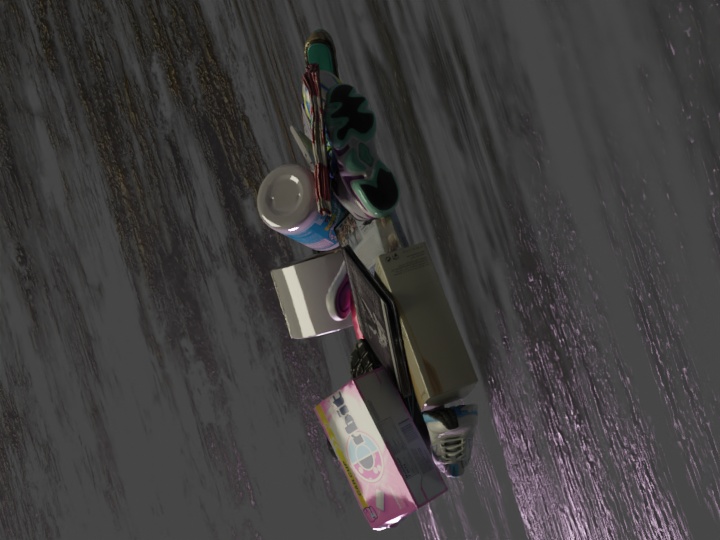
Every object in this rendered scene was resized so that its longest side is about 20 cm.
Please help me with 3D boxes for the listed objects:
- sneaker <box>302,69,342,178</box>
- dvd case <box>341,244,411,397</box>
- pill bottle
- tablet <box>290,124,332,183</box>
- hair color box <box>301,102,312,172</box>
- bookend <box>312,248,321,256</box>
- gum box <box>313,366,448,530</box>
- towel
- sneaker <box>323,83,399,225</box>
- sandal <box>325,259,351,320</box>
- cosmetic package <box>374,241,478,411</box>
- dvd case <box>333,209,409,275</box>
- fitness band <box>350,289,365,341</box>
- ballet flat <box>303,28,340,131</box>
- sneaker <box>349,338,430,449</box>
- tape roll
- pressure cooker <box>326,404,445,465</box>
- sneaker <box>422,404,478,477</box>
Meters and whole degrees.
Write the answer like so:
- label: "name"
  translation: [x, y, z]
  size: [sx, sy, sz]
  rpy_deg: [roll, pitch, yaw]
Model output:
- label: "sneaker"
  translation: [-0.034, -0.212, 1.249]
  size: [0.106, 0.075, 0.201]
  rpy_deg: [-102, -11, -47]
- label: "dvd case"
  translation: [0.021, 0.066, 1.127]
  size: [0.200, 0.016, 0.150]
  rpy_deg: [-127, 22, -60]
- label: "pill bottle"
  translation: [-0.080, -0.098, 1.332]
  size: [0.200, 0.110, 0.112]
  rpy_deg: [25, -138, -64]
- label: "tablet"
  translation: [-0.042, -0.157, 1.349]
  size: [0.200, 0.014, 0.131]
  rpy_deg: [37, -160, -49]
- label: "hair color box"
  translation: [-0.063, -0.226, 1.519]
  size: [0.200, 0.064, 0.110]
  rpy_deg: [86, 164, -67]
- label: "bookend"
  translation: [-0.065, -0.068, 1.781]
  size: [0.200, 0.091, 0.201]
  rpy_deg: [147, 107, -84]
- label: "gum box"
  translation: [0.027, 0.251, 1.108]
  size: [0.113, 0.066, 0.201]
  rpy_deg: [-41, 71, 45]
- label: "towel"
  translation: [-0.061, -0.192, 1.150]
  size: [0.144, 0.022, 0.202]
  rpy_deg: [-94, -1, -72]
- label: "sneaker"
  translation: [-0.019, -0.161, 1.173]
  size: [0.140, 0.077, 0.202]
  rpy_deg: [149, 105, -68]
- label: "sandal"
  translation: [0.003, 0.005, 1.352]
  size: [0.083, 0.049, 0.204]
  rpy_deg: [61, -139, -41]
- label: "cosmetic package"
  translation: [0.083, 0.077, 1.066]
  size: [0.105, 0.070, 0.202]
  rpy_deg: [94, 158, -69]
- label: "dvd case"
  translation: [0.027, -0.014, 1.220]
  size: [0.143, 0.017, 0.202]
  rpy_deg: [-42, 61, 48]
- label: "fitness band"
  translation: [0.045, 0.082, 1.253]
  size: [0.143, 0.037, 0.202]
  rpy_deg: [-35, 68, 50]
- label: "ballet flat"
  translation: [-0.055, -0.304, 1.325]
  size: [0.076, 0.067, 0.202]
  rpy_deg: [-81, -11, -53]
- label: "sneaker"
  translation: [0.046, 0.191, 1.200]
  size: [0.076, 0.079, 0.201]
  rpy_deg: [-57, 49, 45]
- label: "tape roll"
  translation: [-0.058, 0.035, 1.539]
  size: [0.203, 0.201, 0.141]
  rpy_deg: [-165, 57, -81]
- label: "pressure cooker"
  translation: [0.039, 0.262, 1.328]
  size: [0.177, 0.198, 0.180]
  rpy_deg: [84, 166, -55]
- label: "sneaker"
  translation: [0.125, 0.230, 1.065]
  size: [0.200, 0.074, 0.088]
  rpy_deg: [69, -166, -71]
